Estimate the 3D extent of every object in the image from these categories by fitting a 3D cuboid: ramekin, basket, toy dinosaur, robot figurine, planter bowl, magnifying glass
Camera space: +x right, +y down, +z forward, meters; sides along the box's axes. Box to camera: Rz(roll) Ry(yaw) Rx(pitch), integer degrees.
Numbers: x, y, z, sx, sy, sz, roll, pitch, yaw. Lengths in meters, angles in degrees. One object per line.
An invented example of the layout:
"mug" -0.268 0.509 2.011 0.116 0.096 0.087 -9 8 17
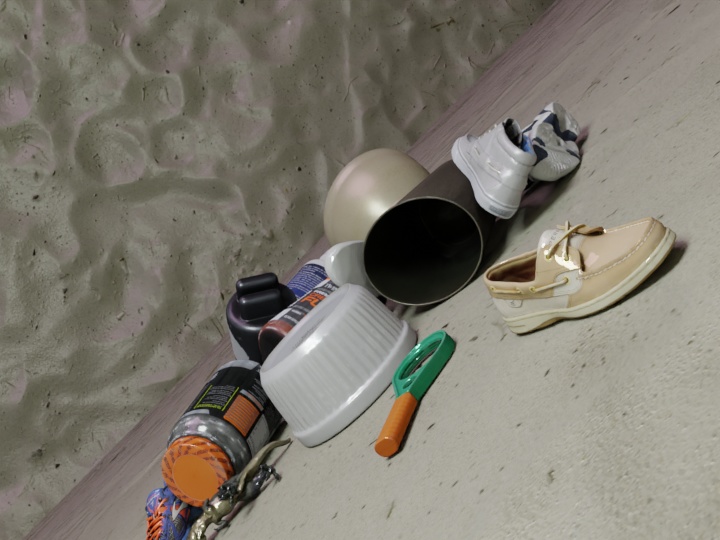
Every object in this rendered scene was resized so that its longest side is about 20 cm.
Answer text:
"ramekin" -0.035 0.109 1.085 0.200 0.105 0.200 -42 8 7
"basket" 0.112 -0.064 1.176 0.179 0.137 0.200 -32 9 34
"toy dinosaur" -0.145 0.264 1.060 0.200 0.048 0.088 -45 1 -29
"robot figurine" -0.159 0.101 1.447 0.203 0.123 0.151 85 -152 -42
"planter bowl" 0.058 -0.075 1.353 0.200 0.201 0.134 -44 34 -8
"magnifying glass" 0.051 0.122 0.893 0.079 0.022 0.201 -39 10 29

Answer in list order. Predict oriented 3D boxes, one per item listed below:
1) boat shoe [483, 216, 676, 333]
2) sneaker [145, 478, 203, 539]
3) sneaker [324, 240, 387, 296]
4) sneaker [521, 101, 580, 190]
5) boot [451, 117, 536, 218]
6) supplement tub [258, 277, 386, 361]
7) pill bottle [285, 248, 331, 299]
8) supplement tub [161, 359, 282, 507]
"boat shoe" 0.176 -0.004 0.746 0.074 0.069 0.199 -49 9 -37
"sneaker" -0.255 0.329 1.139 0.075 0.079 0.200 -41 8 14
"sneaker" 0.000 0.000 1.212 0.087 0.077 0.198 4 -2 36
"sneaker" 0.230 -0.145 1.196 0.130 0.079 0.200 -47 12 34
"boot" 0.178 -0.154 1.124 0.201 0.072 0.097 -106 37 -57
"supplement tub" -0.048 0.075 1.264 0.199 0.108 0.107 -38 3 -37
"pill bottle" -0.086 0.051 1.606 0.111 0.111 0.200 -32 14 52
"supplement tub" -0.186 0.221 1.193 0.122 0.123 0.200 -38 9 28
